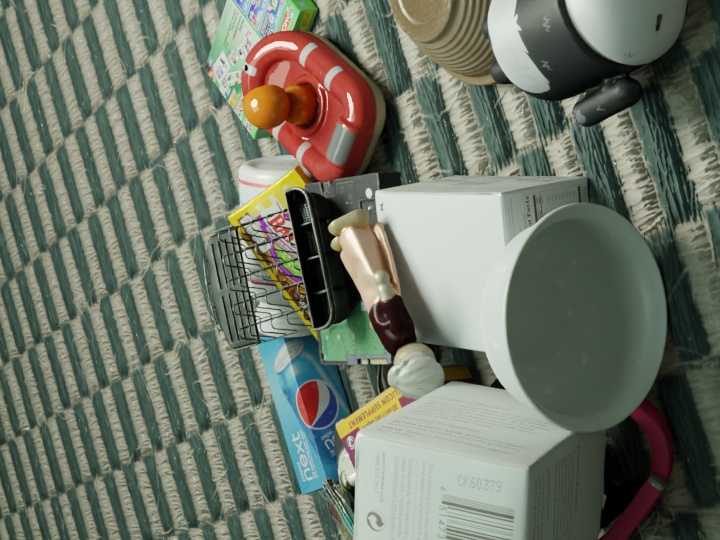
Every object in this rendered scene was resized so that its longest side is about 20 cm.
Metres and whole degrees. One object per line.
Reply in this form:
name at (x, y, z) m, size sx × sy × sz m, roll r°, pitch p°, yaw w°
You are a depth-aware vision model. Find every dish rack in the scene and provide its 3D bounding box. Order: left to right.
dish rack at (-0.102, 0.006, 1.706) m, size 0.200 × 0.055 × 0.154 m, roll -17°, pitch 81°, yaw 38°

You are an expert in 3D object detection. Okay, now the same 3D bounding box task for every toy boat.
toy boat at (-0.074, -0.184, 1.745) m, size 0.200 × 0.131 × 0.131 m, roll 45°, pitch 125°, yaw 37°

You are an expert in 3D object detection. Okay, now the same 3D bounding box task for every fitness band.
fitness band at (0.206, 0.193, 1.483) m, size 0.144 × 0.037 × 0.200 m, roll 39°, pitch 115°, yaw 14°

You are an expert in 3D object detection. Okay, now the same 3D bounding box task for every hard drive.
hard drive at (0.000, 0.000, 1.674) m, size 0.140 × 0.038 × 0.200 m, roll -6°, pitch 89°, yaw 54°

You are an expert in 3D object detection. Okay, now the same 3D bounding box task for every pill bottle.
pill bottle at (-0.085, -0.029, 1.840) m, size 0.109 × 0.109 × 0.200 m, roll 18°, pitch 115°, yaw 52°

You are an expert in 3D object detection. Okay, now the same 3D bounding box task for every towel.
towel at (0.013, 0.348, 1.838) m, size 0.200 × 0.022 × 0.147 m, roll 57°, pitch 169°, yaw 25°

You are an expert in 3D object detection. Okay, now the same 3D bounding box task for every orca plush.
orca plush at (0.180, 0.175, 1.551) m, size 0.200 × 0.071 × 0.105 m, roll 55°, pitch 140°, yaw 29°

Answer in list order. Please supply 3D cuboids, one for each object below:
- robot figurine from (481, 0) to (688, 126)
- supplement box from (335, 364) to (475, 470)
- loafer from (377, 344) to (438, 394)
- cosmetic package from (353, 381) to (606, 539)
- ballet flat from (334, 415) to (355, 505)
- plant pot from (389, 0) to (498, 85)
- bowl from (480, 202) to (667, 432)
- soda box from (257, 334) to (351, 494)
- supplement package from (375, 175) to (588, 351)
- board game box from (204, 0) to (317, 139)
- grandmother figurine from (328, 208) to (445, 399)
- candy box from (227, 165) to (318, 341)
robot figurine at (0.193, -0.220, 1.367) m, size 0.150 × 0.125 × 0.200 m, roll 46°, pitch 149°, yaw -16°
supplement box at (0.081, 0.217, 1.655) m, size 0.131 × 0.103 × 0.200 m, roll -38°, pitch 68°, yaw 33°
loafer at (0.044, 0.068, 1.716) m, size 0.073 × 0.071 × 0.200 m, roll 41°, pitch 132°, yaw 42°
cosmetic package at (0.109, 0.210, 1.406) m, size 0.165 × 0.200 × 0.165 m, roll 9°, pitch 103°, yaw 26°
ballet flat at (0.017, 0.256, 1.812) m, size 0.073 × 0.073 × 0.200 m, roll -45°, pitch 65°, yaw 51°
plant pot at (0.091, -0.276, 1.522) m, size 0.201 × 0.093 × 0.201 m, roll 25°, pitch 121°, yaw 51°
bowl at (0.174, 0.043, 1.401) m, size 0.090 × 0.201 × 0.201 m, roll -5°, pitch 96°, yaw 54°
soda box at (-0.059, 0.164, 1.903) m, size 0.068 × 0.064 × 0.200 m, roll -29°, pitch 77°, yaw 55°
supplement package at (0.122, -0.009, 1.544) m, size 0.200 × 0.111 × 0.156 m, roll 6°, pitch 105°, yaw 55°
board game box at (-0.123, -0.276, 1.888) m, size 0.135 × 0.029 × 0.200 m, roll 54°, pitch 139°, yaw 29°
grandmother figurine at (0.027, 0.037, 1.535) m, size 0.121 × 0.060 × 0.200 m, roll 64°, pitch -179°, yaw -65°
candy box at (-0.051, -0.009, 1.766) m, size 0.102 × 0.026 × 0.200 m, roll -35°, pitch 94°, yaw 17°
